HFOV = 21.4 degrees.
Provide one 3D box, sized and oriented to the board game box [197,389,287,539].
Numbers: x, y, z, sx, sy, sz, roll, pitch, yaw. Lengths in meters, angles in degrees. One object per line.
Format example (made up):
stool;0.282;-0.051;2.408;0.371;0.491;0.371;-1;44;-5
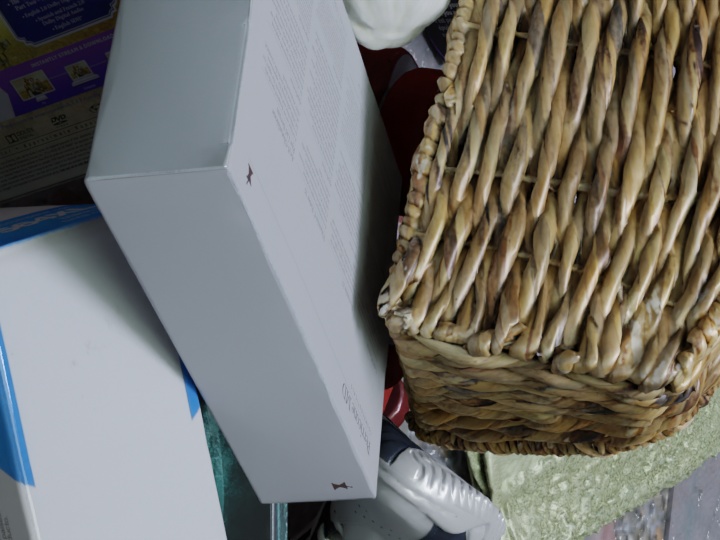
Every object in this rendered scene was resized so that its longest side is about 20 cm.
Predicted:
board game box;-0.096;0.095;0.793;0.028;0.134;0.201;-15;105;-78

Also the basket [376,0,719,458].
basket;0.100;-0.029;0.755;0.149;0.142;0.201;73;29;-66

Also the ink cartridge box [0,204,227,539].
ink cartridge box;-0.153;0.055;0.690;0.084;0.199;0.147;-22;107;-45

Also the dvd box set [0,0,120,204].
dvd box set;-0.153;-0.121;0.721;0.201;0.146;0.029;58;34;-25

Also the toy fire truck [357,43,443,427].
toy fire truck;0.000;0.000;0.885;0.168;0.112;0.201;48;56;-54

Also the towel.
towel;0.129;0.068;1.038;0.199;0.036;0.149;-24;108;-37

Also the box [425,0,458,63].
box;0.065;-0.209;0.911;0.106;0.122;0.201;-47;120;-27

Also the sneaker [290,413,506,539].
sneaker;-0.007;0.143;0.855;0.079;0.199;0.130;39;78;4

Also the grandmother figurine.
grandmother figurine;-0.037;-0.118;0.779;0.121;0.199;0.061;-31;112;-35

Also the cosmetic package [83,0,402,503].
cosmetic package;-0.032;-0.032;0.670;0.200;0.051;0.152;69;19;-51
